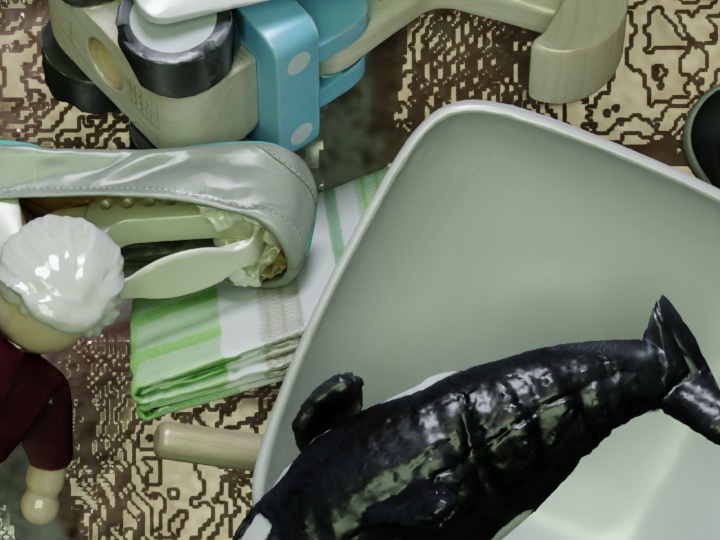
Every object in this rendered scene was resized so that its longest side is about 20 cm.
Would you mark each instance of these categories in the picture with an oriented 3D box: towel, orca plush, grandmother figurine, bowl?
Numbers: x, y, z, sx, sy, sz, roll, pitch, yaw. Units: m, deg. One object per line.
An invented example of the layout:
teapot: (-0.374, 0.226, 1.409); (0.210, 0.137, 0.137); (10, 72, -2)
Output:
towel: (0.000, 0.000, 1.237); (0.199, 0.149, 0.031); (-18, 112, 4)
orca plush: (0.039, 0.086, 1.071); (0.199, 0.071, 0.106); (-15, 105, 4)
grandmother figurine: (-0.163, 0.061, 1.174); (0.200, 0.121, 0.061); (-52, 48, 11)
bowl: (0.074, 0.044, 1.134); (0.199, 0.075, 0.201); (24, 103, -6)

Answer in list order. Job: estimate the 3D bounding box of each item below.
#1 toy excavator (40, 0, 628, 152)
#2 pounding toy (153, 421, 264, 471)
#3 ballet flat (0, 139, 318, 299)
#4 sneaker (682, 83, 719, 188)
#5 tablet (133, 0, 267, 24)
toy excavator: (-0.014, -0.113, 1.248); (0.200, 0.100, 0.194); (-35, 62, -20)
pounding toy: (0.045, 0.101, 1.236); (0.184, 0.142, 0.200); (-31, 91, 3)
ballet flat: (-0.117, -0.017, 1.206); (0.199, 0.068, 0.064); (-2, 53, 5)
sneaker: (0.222, -0.007, 1.247); (0.200, 0.099, 0.071); (40, 91, -1)
tablet: (-0.015, -0.169, 1.229); (0.199, 0.014, 0.130); (-15, 55, -16)
